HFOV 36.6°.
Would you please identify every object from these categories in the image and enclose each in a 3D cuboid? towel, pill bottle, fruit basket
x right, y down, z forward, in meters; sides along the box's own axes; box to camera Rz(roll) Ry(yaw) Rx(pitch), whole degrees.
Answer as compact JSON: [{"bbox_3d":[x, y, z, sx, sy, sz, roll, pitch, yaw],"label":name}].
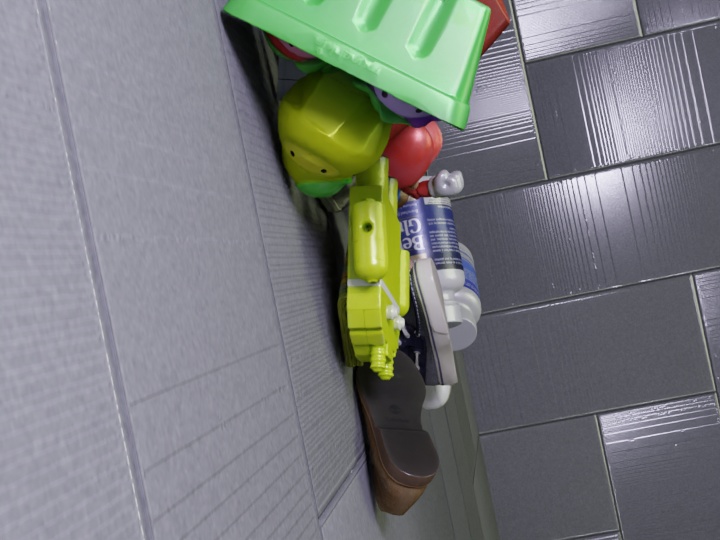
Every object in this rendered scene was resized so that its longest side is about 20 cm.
[{"bbox_3d":[0.000,0.000,1.086,0.200,0.018,0.086,-81,168,-52],"label":"towel"},{"bbox_3d":[0.158,0.046,1.963,0.200,0.112,0.112,-93,168,-50],"label":"pill bottle"},{"bbox_3d":[0.080,-0.019,1.481,0.111,0.111,0.200,45,34,-77],"label":"pill bottle"},{"bbox_3d":[-0.012,-0.147,0.865,0.156,0.215,0.216,-56,134,-80],"label":"fruit basket"}]

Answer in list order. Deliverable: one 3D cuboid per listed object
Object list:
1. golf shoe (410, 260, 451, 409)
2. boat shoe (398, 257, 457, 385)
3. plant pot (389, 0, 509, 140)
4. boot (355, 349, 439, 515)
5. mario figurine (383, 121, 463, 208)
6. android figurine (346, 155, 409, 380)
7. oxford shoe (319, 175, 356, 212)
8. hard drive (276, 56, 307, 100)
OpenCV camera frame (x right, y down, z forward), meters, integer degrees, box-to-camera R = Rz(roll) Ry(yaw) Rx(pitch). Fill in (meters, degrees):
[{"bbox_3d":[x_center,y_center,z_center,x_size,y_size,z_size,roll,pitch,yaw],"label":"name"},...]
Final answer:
[{"bbox_3d":[0.050,0.075,1.288,0.092,0.073,0.200,-20,89,-76],"label":"golf shoe"},{"bbox_3d":[0.048,0.066,1.162,0.200,0.093,0.075,75,7,-49],"label":"boat shoe"},{"bbox_3d":[0.033,-0.273,1.064,0.200,0.176,0.200,53,18,-26],"label":"plant pot"},{"bbox_3d":[0.026,0.153,1.073,0.200,0.074,0.076,-99,-157,-53],"label":"boot"},{"bbox_3d":[0.044,-0.125,1.183,0.200,0.123,0.106,143,-48,-75],"label":"mario figurine"},{"bbox_3d":[0.017,0.000,1.011,0.182,0.041,0.200,60,29,-71],"label":"android figurine"},{"bbox_3d":[-0.019,-0.104,1.079,0.200,0.058,0.075,49,28,-79],"label":"oxford shoe"},{"bbox_3d":[-0.001,-0.241,0.931,0.027,0.132,0.200,-46,141,-76],"label":"hard drive"}]
